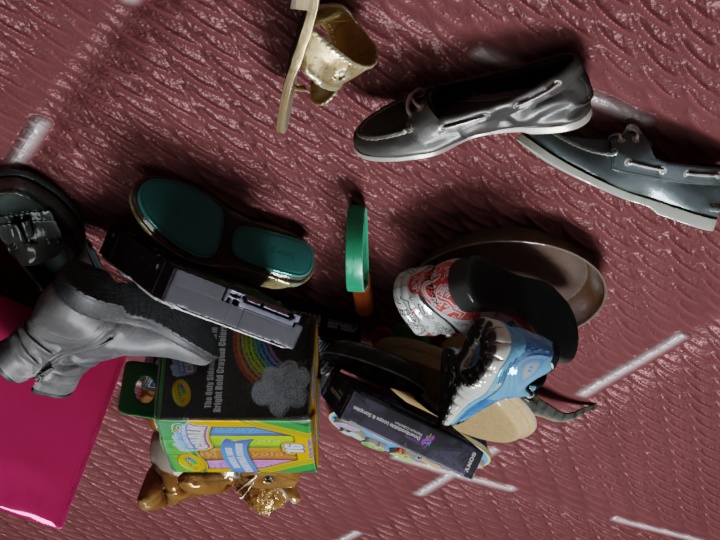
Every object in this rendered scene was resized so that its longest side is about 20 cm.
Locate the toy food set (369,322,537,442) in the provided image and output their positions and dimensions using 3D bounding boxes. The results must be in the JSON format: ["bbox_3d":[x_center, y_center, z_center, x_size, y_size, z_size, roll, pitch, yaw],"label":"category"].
[{"bbox_3d":[0.100,0.118,1.491,0.198,0.049,0.200,16,156,32],"label":"toy food set"}]

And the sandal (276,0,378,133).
[{"bbox_3d":[-0.020,-0.172,1.058,0.069,0.078,0.212,10,143,-1],"label":"sandal"}]

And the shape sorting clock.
[{"bbox_3d":[0.058,0.201,1.659,0.199,0.039,0.200,12,163,4],"label":"shape sorting clock"}]

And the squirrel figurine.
[{"bbox_3d":[-0.141,0.217,1.643,0.186,0.142,0.200,-2,167,23],"label":"squirrel figurine"}]

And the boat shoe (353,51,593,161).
[{"bbox_3d":[0.087,-0.137,1.129,0.199,0.067,0.057,-9,131,9],"label":"boat shoe"}]

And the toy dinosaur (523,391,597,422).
[{"bbox_3d":[0.177,0.156,1.613,0.200,0.048,0.088,22,137,-35],"label":"toy dinosaur"}]

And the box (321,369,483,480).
[{"bbox_3d":[0.038,0.152,1.414,0.143,0.036,0.200,26,180,-8],"label":"box"}]

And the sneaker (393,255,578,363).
[{"bbox_3d":[0.120,0.041,1.351,0.108,0.067,0.201,-10,154,40],"label":"sneaker"}]

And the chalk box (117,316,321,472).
[{"bbox_3d":[-0.143,0.126,1.422,0.199,0.125,0.124,1,147,3],"label":"chalk box"}]

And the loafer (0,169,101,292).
[{"bbox_3d":[-0.298,-0.019,1.340,0.072,0.063,0.200,-4,148,11],"label":"loafer"}]

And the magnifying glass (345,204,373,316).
[{"bbox_3d":[0.000,0.000,1.353,0.022,0.080,0.200,1,159,2],"label":"magnifying glass"}]

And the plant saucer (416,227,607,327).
[{"bbox_3d":[0.144,0.012,1.389,0.199,0.035,0.200,1,149,1],"label":"plant saucer"}]

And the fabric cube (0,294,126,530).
[{"bbox_3d":[-0.390,0.126,1.406,0.199,0.197,0.200,26,166,-33],"label":"fabric cube"}]

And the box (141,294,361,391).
[{"bbox_3d":[-0.122,0.090,1.521,0.193,0.048,0.200,15,146,-17],"label":"box"}]

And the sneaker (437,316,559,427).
[{"bbox_3d":[0.128,0.106,1.316,0.090,0.079,0.200,9,161,-12],"label":"sneaker"}]

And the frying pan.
[{"bbox_3d":[0.047,0.113,1.434,0.190,0.031,0.115,24,168,-17],"label":"frying pan"}]

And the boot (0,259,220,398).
[{"bbox_3d":[-0.243,0.072,1.329,0.200,0.070,0.132,28,115,-37],"label":"boot"}]

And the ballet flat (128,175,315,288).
[{"bbox_3d":[-0.138,-0.029,1.317,0.200,0.071,0.071,21,144,-28],"label":"ballet flat"}]

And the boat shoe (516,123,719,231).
[{"bbox_3d":[0.229,-0.095,1.203,0.199,0.073,0.062,21,102,-15],"label":"boat shoe"}]

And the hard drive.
[{"bbox_3d":[-0.151,0.014,1.300,0.139,0.038,0.200,22,-179,-30],"label":"hard drive"}]
